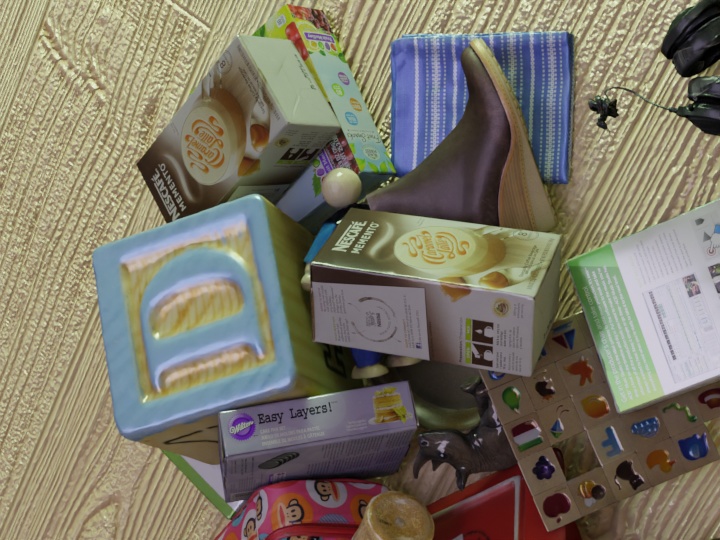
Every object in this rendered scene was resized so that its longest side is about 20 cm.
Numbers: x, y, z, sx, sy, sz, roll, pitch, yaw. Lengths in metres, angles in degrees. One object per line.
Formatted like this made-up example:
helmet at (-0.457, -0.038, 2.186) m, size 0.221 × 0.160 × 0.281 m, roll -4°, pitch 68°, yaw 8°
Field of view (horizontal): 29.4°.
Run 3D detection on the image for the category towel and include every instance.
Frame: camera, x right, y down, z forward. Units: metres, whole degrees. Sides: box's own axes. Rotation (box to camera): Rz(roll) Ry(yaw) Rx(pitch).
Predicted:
towel at (0.113, -0.159, 1.331) m, size 0.198 × 0.024 × 0.147 m, roll 4°, pitch 96°, yaw 34°

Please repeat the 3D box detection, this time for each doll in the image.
doll at (0.000, 0.000, 1.326) m, size 0.048 × 0.135 × 0.202 m, roll -4°, pitch 100°, yaw 61°

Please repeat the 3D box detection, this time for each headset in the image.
headset at (0.294, -0.170, 1.164) m, size 0.198 × 0.094 × 0.125 m, roll -19°, pitch 81°, yaw 22°

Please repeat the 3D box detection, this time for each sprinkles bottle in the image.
sprinkles bottle at (0.008, 0.293, 1.290) m, size 0.068 × 0.068 × 0.201 m, roll 44°, pitch 135°, yaw 24°

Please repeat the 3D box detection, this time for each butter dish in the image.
butter dish at (0.143, 0.300, 1.273) m, size 0.199 × 0.148 × 0.201 m, roll -31°, pitch 34°, yaw 32°

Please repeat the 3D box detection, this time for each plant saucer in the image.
plant saucer at (0.086, 0.058, 1.357) m, size 0.199 × 0.032 × 0.203 m, roll 3°, pitch 95°, yaw 35°

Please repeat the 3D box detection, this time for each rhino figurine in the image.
rhino figurine at (0.132, 0.138, 1.271) m, size 0.199 × 0.060 × 0.088 m, roll -35°, pitch 103°, yaw 3°

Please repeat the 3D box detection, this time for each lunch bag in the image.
lunch bag at (-0.049, 0.284, 1.384) m, size 0.200 × 0.175 × 0.083 m, roll -52°, pitch 41°, yaw 42°

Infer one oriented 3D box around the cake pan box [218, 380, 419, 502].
cake pan box at (-0.045, 0.170, 1.319) m, size 0.182 × 0.200 × 0.053 m, roll -7°, pitch 69°, yaw -7°

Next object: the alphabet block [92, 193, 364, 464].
alphabet block at (-0.125, 0.066, 1.352) m, size 0.194 × 0.200 × 0.198 m, roll -16°, pitch 70°, yaw 15°

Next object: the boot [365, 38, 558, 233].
boot at (0.080, -0.098, 1.282) m, size 0.165 × 0.072 × 0.202 m, roll -19°, pitch 93°, yaw 10°

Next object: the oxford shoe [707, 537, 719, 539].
oxford shoe at (0.254, 0.295, 1.162) m, size 0.070 × 0.199 × 0.075 m, roll -34°, pitch 77°, yaw 61°

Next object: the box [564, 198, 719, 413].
box at (0.292, 0.023, 1.179) m, size 0.198 × 0.036 × 0.146 m, roll -22°, pitch 74°, yaw 18°

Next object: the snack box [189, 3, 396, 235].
snack box at (-0.074, -0.144, 1.428) m, size 0.168 × 0.067 × 0.202 m, roll -34°, pitch 70°, yaw 35°

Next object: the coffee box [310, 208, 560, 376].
coffee box at (0.067, 0.016, 1.203) m, size 0.198 × 0.115 × 0.080 m, roll 8°, pitch 120°, yaw 17°

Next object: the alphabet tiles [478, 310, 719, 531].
alphabet tiles at (0.223, 0.114, 1.215) m, size 0.198 × 0.008 × 0.168 m, roll -23°, pitch 74°, yaw 0°

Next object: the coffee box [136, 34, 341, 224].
coffee box at (-0.125, -0.125, 1.375) m, size 0.200 × 0.079 × 0.115 m, roll -46°, pitch 64°, yaw 34°

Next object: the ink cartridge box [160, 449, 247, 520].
ink cartridge box at (-0.111, 0.149, 1.476) m, size 0.148 × 0.076 × 0.201 m, roll 40°, pitch 93°, yaw 26°
